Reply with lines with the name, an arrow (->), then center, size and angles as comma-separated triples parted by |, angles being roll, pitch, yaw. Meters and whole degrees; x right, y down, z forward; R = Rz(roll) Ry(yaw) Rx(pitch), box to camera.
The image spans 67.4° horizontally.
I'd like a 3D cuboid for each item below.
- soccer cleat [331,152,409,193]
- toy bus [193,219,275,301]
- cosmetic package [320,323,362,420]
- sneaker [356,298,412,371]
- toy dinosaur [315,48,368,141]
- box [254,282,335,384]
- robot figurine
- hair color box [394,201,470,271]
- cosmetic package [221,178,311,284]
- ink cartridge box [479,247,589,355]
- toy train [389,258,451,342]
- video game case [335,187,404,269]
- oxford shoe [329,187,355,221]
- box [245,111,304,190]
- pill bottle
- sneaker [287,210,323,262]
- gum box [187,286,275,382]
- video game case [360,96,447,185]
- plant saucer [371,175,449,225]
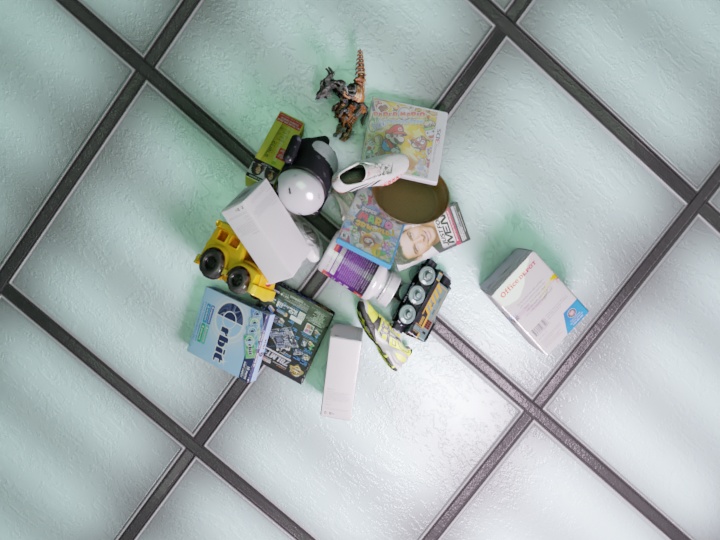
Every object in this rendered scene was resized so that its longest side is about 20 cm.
soccer cleat -> 0.027, -0.228, 1.246 | 0.193, 0.085, 0.071 | -16, 91, -9
toy bus -> -0.274, -0.044, 1.309 | 0.195, 0.135, 0.197 | 26, 87, 21
cosmetic package -> -0.047, 0.249, 1.342 | 0.081, 0.108, 0.208 | 9, 104, 1
sneaker -> 0.058, 0.154, 1.376 | 0.075, 0.075, 0.204 | -34, 100, -12
toy dinosaur -> -0.036, -0.428, 1.320 | 0.131, 0.102, 0.208 | 16, 77, -16
box -> -0.191, 0.153, 1.381 | 0.195, 0.050, 0.204 | 26, 97, 0
robot figurine -> -0.124, -0.226, 1.267 | 0.147, 0.125, 0.205 | 30, 54, -15
hair color box -> 0.166, -0.086, 1.350 | 0.194, 0.061, 0.102 | -23, 95, 3
cosmetic package -> -0.209, -0.087, 1.222 | 0.083, 0.108, 0.204 | -14, 116, 35
ink cartridge box -> 0.416, 0.069, 1.320 | 0.147, 0.145, 0.200 | -44, 94, 4
toy train -> 0.153, 0.077, 1.347 | 0.112, 0.085, 0.204 | 33, 80, -19
video game case -> 0.035, -0.113, 1.281 | 0.139, 0.018, 0.204 | 25, 53, -4
oxford shoe -> -0.015, -0.129, 1.342 | 0.057, 0.075, 0.204 | -31, 87, -3
box -> -0.204, -0.280, 1.297 | 0.073, 0.050, 0.205 | 24, 66, -2
pill bottle -> 0.000, 0.000, 1.334 | 0.196, 0.111, 0.114 | 32, 95, -2
sneaker -> -0.171, -0.083, 1.342 | 0.100, 0.077, 0.201 | -48, 69, 19
gum box -> -0.325, 0.156, 1.351 | 0.194, 0.044, 0.176 | 20, 94, 21
video game case -> 0.107, -0.319, 1.323 | 0.192, 0.023, 0.189 | 11, 79, 0
plant saucer -> 0.119, -0.182, 1.312 | 0.192, 0.036, 0.206 | 4, 56, -6
